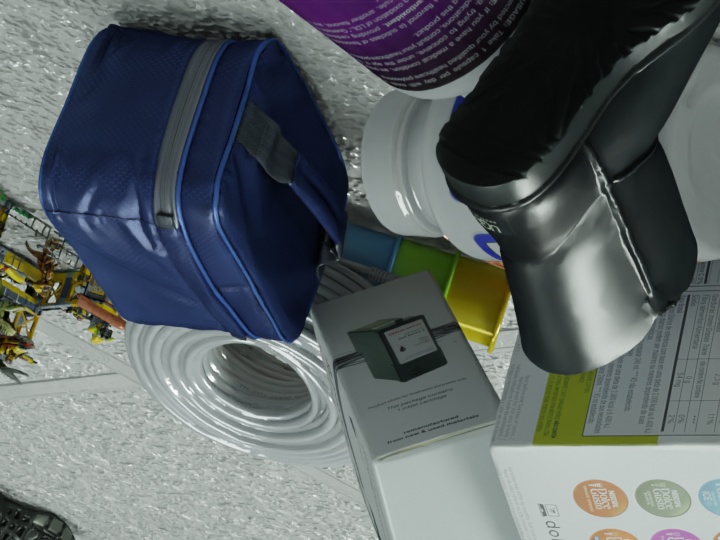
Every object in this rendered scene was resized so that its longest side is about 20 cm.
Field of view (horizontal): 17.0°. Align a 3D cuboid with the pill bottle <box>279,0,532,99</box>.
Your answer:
[{"bbox_3d":[0.015,-0.153,1.102,0.112,0.113,0.200,-4,150,44],"label":"pill bottle"}]

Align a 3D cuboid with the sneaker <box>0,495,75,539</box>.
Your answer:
[{"bbox_3d":[-0.381,0.274,2.575,0.079,0.076,0.200,13,157,50],"label":"sneaker"}]

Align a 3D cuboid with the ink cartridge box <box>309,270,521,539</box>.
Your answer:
[{"bbox_3d":[0.040,0.111,1.420,0.084,0.200,0.147,-17,116,-4],"label":"ink cartridge box"}]

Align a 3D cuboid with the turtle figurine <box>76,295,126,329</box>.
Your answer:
[{"bbox_3d":[-0.090,0.033,1.724,0.199,0.065,0.161,1,163,15],"label":"turtle figurine"}]

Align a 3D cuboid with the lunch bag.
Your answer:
[{"bbox_3d":[-0.083,-0.043,1.413,0.132,0.136,0.200,8,154,23],"label":"lunch bag"}]

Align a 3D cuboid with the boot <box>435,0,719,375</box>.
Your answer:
[{"bbox_3d":[0.125,-0.064,1.120,0.076,0.200,0.168,30,163,34],"label":"boot"}]

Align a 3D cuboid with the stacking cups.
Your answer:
[{"bbox_3d":[0.000,0.000,1.575,0.199,0.061,0.061,15,159,3],"label":"stacking cups"}]

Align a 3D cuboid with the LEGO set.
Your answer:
[{"bbox_3d":[-0.274,0.025,1.765,0.153,0.116,0.200,0,154,37],"label":"LEGO set"}]

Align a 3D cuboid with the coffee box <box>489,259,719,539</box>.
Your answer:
[{"bbox_3d":[0.205,0.087,1.345,0.197,0.201,0.200,-2,135,22],"label":"coffee box"}]

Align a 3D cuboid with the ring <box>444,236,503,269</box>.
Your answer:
[{"bbox_3d":[0.126,-0.033,1.457,0.199,0.019,0.201,14,160,5],"label":"ring"}]

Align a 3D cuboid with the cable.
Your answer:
[{"bbox_3d":[-0.058,0.056,1.580,0.199,0.069,0.200,20,145,4],"label":"cable"}]

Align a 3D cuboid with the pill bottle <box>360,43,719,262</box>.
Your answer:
[{"bbox_3d":[0.103,-0.061,1.274,0.199,0.113,0.112,1,155,37],"label":"pill bottle"}]
